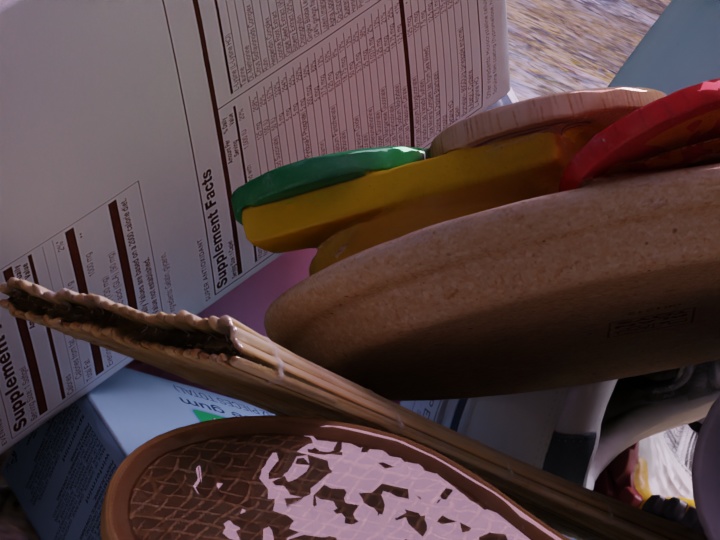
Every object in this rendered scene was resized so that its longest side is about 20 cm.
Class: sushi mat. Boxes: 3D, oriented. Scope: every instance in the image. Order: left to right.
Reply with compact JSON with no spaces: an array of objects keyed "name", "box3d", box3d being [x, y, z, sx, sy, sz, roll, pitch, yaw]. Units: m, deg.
[{"name":"sushi mat","box3d":[0.007,0.042,0.755,0.096,0.012,0.200,10,-11,46]}]

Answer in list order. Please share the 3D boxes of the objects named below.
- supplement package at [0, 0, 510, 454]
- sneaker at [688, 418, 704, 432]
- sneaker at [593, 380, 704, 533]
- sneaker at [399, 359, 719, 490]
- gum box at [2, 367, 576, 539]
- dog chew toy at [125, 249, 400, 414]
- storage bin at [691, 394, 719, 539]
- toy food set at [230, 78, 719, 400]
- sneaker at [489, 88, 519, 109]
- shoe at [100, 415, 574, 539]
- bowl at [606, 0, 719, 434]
[{"name":"supplement package","box3d":[-0.096,-0.094,0.820,0.200,0.147,0.191,-36,54,-23]},{"name":"sneaker","box3d":[0.178,0.034,0.929,0.076,0.088,0.200,7,13,-40]},{"name":"sneaker","box3d":[0.098,0.094,0.931,0.082,0.078,0.200,28,16,-29]},{"name":"sneaker","box3d":[0.097,0.010,0.913,0.071,0.073,0.200,32,53,23]},{"name":"gum box","box3d":[0.012,0.100,0.786,0.170,0.045,0.200,18,16,-28]},{"name":"dog chew toy","box3d":[0.000,0.000,0.944,0.200,0.125,0.124,-3,29,-44]},{"name":"storage bin","box3d":[0.176,0.093,0.773,0.200,0.145,0.134,63,-1,0]},{"name":"toy food set","box3d":[0.071,-0.009,0.755,0.200,0.049,0.198,-13,-11,18]},{"name":"sneaker","box3d":[-0.005,-0.064,1.014,0.202,0.077,0.146,51,13,-15]},{"name":"shoe","box3d":[0.035,0.089,0.680,0.200,0.053,0.070,17,53,1]},{"name":"bowl","box3d":[0.143,-0.002,1.100,0.201,0.105,0.201,53,5,-7]}]
